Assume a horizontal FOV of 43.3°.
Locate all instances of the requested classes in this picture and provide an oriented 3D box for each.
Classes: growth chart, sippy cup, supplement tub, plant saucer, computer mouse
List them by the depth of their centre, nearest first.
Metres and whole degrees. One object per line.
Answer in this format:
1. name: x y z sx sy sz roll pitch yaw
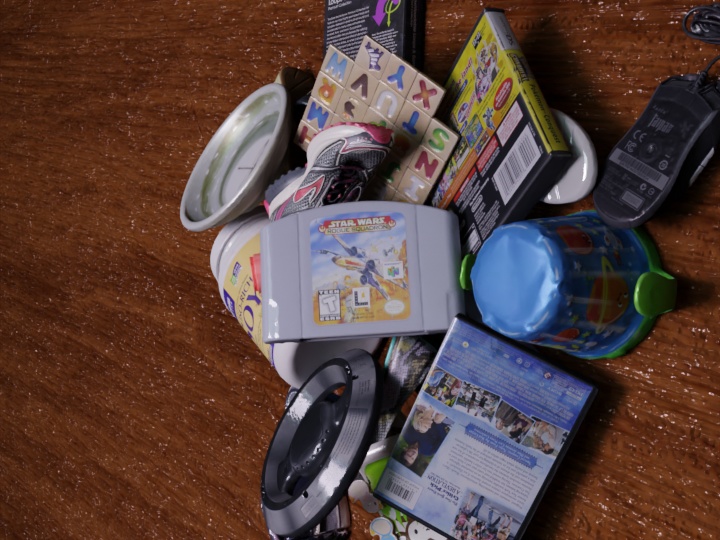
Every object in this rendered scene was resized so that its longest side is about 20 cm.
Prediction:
1. computer mouse: 0.285 -0.108 0.737 0.140 0.046 0.201 37 103 47
2. sippy cup: 0.171 0.010 0.790 0.178 0.130 0.140 -41 58 39
3. growth chart: 0.076 0.243 0.879 0.144 0.018 0.201 -34 88 20
4. supplement tub: -0.077 0.026 1.054 0.200 0.145 0.146 44 119 40
5. plant saucer: -0.134 -0.124 1.065 0.200 0.050 0.201 -36 35 31

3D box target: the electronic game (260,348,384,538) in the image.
1. electronic game: -0.040 0.170 0.911 0.200 0.041 0.201 -49 22 27

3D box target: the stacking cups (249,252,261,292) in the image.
1. stacking cups: -0.014 -0.010 0.941 0.060 0.198 0.061 169 90 -81

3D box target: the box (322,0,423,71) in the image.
1. box: 0.013 -0.258 1.056 0.142 0.036 0.202 2 90 48

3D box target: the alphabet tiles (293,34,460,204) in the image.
1. alphabet tiles: 0.011 -0.137 0.950 0.166 0.006 0.201 38 134 11

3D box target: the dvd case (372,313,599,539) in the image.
1. dvd case: 0.111 0.158 0.833 0.142 0.018 0.201 26 106 11

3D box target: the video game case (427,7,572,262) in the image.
1. video game case: 0.117 -0.117 0.883 0.200 0.025 0.182 119 141 -50

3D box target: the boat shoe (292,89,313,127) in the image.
1. boat shoe: -0.010 -0.122 1.023 0.201 0.062 0.075 57 138 8

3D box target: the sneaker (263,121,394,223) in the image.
1. sneaker: -0.028 -0.083 0.940 0.200 0.080 0.075 -42 50 46

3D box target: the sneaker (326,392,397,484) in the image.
1. sneaker: 0.014 0.191 1.013 0.199 0.078 0.066 28 103 25

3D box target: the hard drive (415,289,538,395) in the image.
1. hard drive: 0.120 0.116 0.905 0.200 0.042 0.135 54 125 36

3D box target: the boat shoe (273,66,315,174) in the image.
1. boat shoe: -0.077 -0.158 1.129 0.063 0.073 0.201 -41 48 45

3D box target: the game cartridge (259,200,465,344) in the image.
1. game cartridge: 0.000 0.000 0.888 0.198 0.042 0.134 -4 82 4

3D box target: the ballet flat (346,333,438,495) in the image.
1. ballet flat: 0.031 0.159 0.924 0.072 0.072 0.201 39 114 42

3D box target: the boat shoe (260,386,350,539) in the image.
1. boat shoe: -0.076 0.228 1.078 0.075 0.092 0.201 -32 65 42

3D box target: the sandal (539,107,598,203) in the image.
1. sandal: 0.167 -0.117 0.862 0.202 0.049 0.083 -145 57 -59
